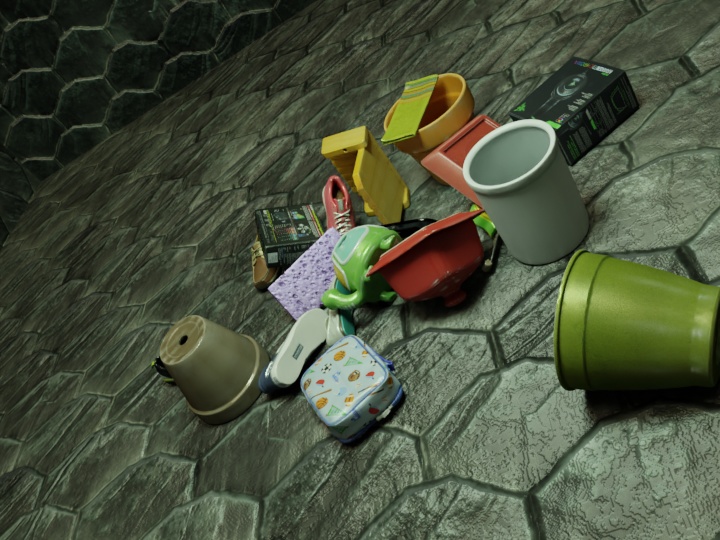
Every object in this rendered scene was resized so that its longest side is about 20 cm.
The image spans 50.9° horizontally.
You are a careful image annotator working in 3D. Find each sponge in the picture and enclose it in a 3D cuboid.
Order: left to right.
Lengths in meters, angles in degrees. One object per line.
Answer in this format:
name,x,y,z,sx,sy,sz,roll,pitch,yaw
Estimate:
sponge,-0.095,0.013,1.648,0.200,0.112,0.030,-44,-9,-8

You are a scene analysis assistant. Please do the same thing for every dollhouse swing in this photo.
dollhouse swing,-0.002,-0.183,1.697,0.180,0.200,0.177,-8,44,38

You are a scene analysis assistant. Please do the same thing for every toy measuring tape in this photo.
toy measuring tape,0.239,-0.087,1.459,0.073,0.074,0.201,-11,43,37

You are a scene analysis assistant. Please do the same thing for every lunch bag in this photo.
lunch bag,-0.014,0.208,1.359,0.160,0.076,0.200,-40,32,-6

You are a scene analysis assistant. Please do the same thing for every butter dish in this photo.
butter dish,0.146,-0.004,1.398,0.199,0.149,0.199,-23,-7,-45

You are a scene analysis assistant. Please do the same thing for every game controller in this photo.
game controller,0.089,-0.079,1.577,0.199,0.104,0.043,-8,66,39

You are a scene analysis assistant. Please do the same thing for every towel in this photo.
towel,0.106,-0.346,1.613,0.085,0.018,0.201,-11,42,37

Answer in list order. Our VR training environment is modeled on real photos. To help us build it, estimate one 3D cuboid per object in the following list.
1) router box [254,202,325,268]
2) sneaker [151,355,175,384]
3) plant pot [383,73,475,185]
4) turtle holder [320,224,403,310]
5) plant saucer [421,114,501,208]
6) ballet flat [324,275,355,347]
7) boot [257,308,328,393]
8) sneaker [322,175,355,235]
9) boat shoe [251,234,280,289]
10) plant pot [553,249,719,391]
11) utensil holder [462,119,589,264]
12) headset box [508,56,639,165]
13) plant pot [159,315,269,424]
router box,-0.167,-0.087,1.811,0.148,0.063,0.200,-8,32,-11
sneaker,-0.396,0.202,1.734,0.199,0.083,0.072,-26,35,19
plant pot,0.181,-0.295,1.665,0.199,0.184,0.201,-25,35,19
turtle holder,0.007,-0.002,1.521,0.131,0.140,0.187,23,98,35
plant saucer,0.255,-0.219,1.493,0.200,0.037,0.199,39,59,19
ballet flat,-0.048,0.078,1.562,0.069,0.070,0.201,-25,39,21
boot,-0.140,0.162,1.546,0.090,0.073,0.200,-31,17,48
sneaker,-0.049,-0.121,1.704,0.073,0.087,0.202,-12,72,-8
boat shoe,-0.242,-0.038,1.877,0.075,0.074,0.201,-25,35,21
plant pot,0.387,0.080,1.029,0.191,0.201,0.201,6,53,33
utensil holder,0.296,-0.133,1.336,0.169,0.201,0.171,-23,37,19
headset box,0.425,-0.324,1.540,0.200,0.093,0.174,-40,32,0
plant pot,-0.315,0.188,1.569,0.198,0.174,0.201,-20,44,20
